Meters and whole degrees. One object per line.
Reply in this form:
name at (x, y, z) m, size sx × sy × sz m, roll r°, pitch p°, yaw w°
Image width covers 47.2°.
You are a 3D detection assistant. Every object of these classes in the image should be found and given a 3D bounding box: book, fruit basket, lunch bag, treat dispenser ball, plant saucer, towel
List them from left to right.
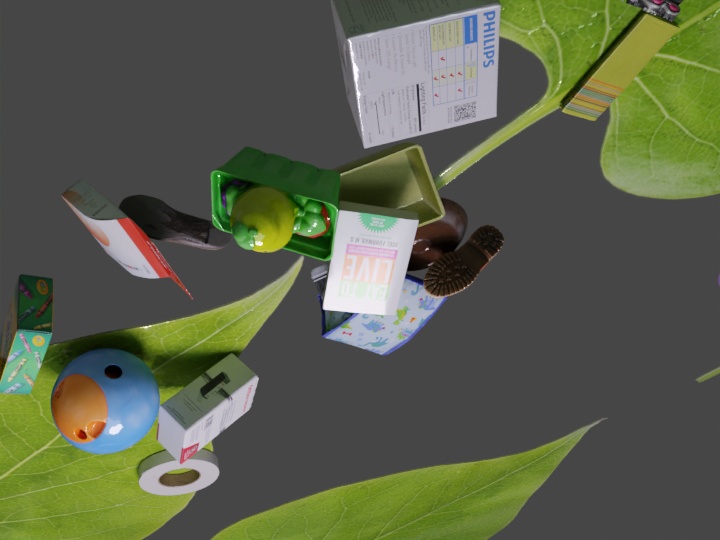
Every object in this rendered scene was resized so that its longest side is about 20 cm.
treat dispenser ball at (-0.490, 0.251, 1.586) m, size 0.201 × 0.201 × 0.201 m, roll -10°, pitch 144°, yaw -7°
fruit basket at (-0.135, -0.079, 1.240) m, size 0.215 × 0.216 × 0.156 m, roll -6°, pitch 143°, yaw -13°
book at (0.014, -0.018, 1.406) m, size 0.134 × 0.048 × 0.200 m, roll 7°, pitch 124°, yaw -5°
plant saucer at (0.026, -0.131, 1.397) m, size 0.200 × 0.048 × 0.200 m, roll -20°, pitch 144°, yaw 7°
lunch bag at (0.042, 0.062, 1.593) m, size 0.170 × 0.128 × 0.200 m, roll 18°, pitch 142°, yaw -37°
plant saucer at (0.108, -0.056, 1.536) m, size 0.200 × 0.037 × 0.200 m, roll -10°, pitch 143°, yaw -8°
towel at (0.409, -0.321, 1.312) m, size 0.086 × 0.018 × 0.200 m, roll 6°, pitch 138°, yaw -35°

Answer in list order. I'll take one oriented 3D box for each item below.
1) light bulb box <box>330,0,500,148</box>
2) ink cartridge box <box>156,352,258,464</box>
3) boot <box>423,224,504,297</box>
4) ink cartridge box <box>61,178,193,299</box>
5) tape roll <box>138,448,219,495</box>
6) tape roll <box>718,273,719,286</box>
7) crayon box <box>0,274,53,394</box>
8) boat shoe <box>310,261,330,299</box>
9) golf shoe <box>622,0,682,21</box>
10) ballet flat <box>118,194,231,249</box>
light bulb box at (0.077, -0.297, 1.131) m, size 0.200 × 0.125 × 0.198 m, roll -14°, pitch 143°, yaw -3°
ink cartridge box at (-0.318, 0.285, 1.713) m, size 0.200 × 0.084 × 0.144 m, roll -36°, pitch 158°, yaw -37°
boot at (0.184, 0.003, 1.555) m, size 0.200 × 0.075 × 0.107 m, roll -36°, pitch 168°, yaw -31°
ink cartridge box at (-0.357, -0.035, 1.268) m, size 0.050 × 0.200 × 0.162 m, roll -41°, pitch 146°, yaw -15°
tape roll at (-0.458, 0.507, 2.075) m, size 0.203 × 0.037 × 0.203 m, roll -9°, pitch 143°, yaw -7°
tape roll at (0.936, 0.018, 1.890) m, size 0.200 × 0.085 × 0.200 m, roll -9°, pitch 144°, yaw -7°
crayon box at (-0.587, 0.115, 1.442) m, size 0.058 × 0.119 × 0.200 m, roll 9°, pitch 137°, yaw -29°
boat shoe at (0.000, 0.000, 1.487) m, size 0.200 × 0.071 × 0.072 m, roll -22°, pitch 177°, yaw 37°
golf shoe at (0.374, -0.416, 1.142) m, size 0.200 × 0.077 × 0.088 m, roll 7°, pitch 119°, yaw -31°
ballet flat at (-0.306, -0.074, 1.353) m, size 0.200 × 0.067 × 0.046 m, roll 14°, pitch 167°, yaw -38°
